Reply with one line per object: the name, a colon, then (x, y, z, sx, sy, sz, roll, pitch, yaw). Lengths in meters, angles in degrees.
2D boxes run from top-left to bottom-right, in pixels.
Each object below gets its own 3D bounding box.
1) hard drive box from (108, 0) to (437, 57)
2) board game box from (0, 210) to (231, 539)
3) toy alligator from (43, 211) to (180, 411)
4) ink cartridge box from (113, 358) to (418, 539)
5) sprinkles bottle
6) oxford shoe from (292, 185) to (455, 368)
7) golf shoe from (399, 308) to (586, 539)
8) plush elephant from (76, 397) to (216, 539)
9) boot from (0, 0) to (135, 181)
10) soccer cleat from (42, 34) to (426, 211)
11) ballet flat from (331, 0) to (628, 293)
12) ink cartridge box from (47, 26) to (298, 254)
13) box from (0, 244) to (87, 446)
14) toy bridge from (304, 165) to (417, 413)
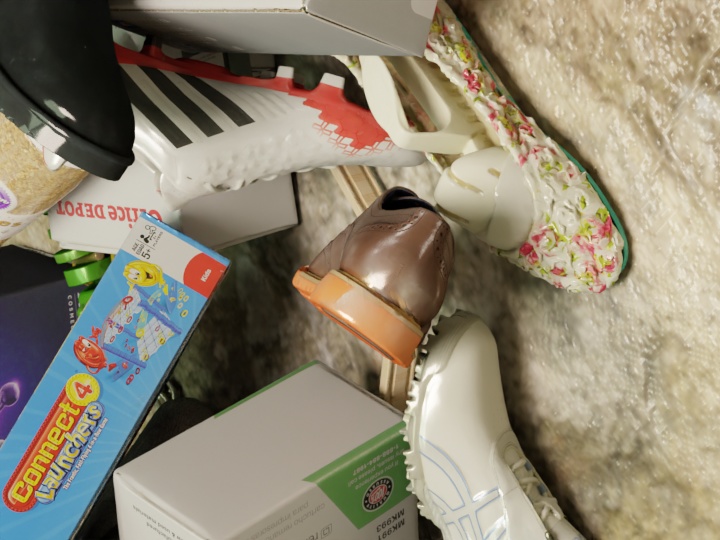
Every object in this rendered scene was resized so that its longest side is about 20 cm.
hard drive box: (-0.039, -0.189, 1.352, 0.200, 0.077, 0.156, 8, 82, 53)
board game box: (-0.154, 0.089, 1.492, 0.056, 0.196, 0.200, 30, 158, -2)
toy alligator: (-0.154, 0.003, 1.651, 0.059, 0.054, 0.201, -9, 95, 55)
ink cartridge box: (-0.045, 0.172, 1.460, 0.087, 0.145, 0.200, 30, 135, 37)
sprinkles bottle: (-0.187, -0.063, 1.514, 0.200, 0.068, 0.068, -32, 77, 54)
oxford shoe: (0.016, 0.001, 1.338, 0.071, 0.073, 0.200, 35, 179, -7)
golf shoe: (0.075, 0.118, 1.391, 0.097, 0.078, 0.201, 4, 107, 26)
plush elephant: (-0.109, 0.209, 1.602, 0.200, 0.155, 0.165, -49, 14, 15)
boot: (-0.126, -0.156, 1.332, 0.163, 0.073, 0.198, -53, 42, 14)
soccer cleat: (-0.066, -0.067, 1.407, 0.069, 0.199, 0.085, 164, 119, -85)
ballet flat: (0.050, -0.059, 1.343, 0.200, 0.064, 0.076, 52, 138, 27)
ink cartridge box: (-0.120, -0.115, 1.534, 0.146, 0.084, 0.201, 8, 109, 53)
box: (-0.262, 0.080, 1.701, 0.104, 0.200, 0.148, 16, 116, 50)
toy bridge: (0.000, 0.000, 1.464, 0.067, 0.027, 0.201, -5, 99, 54)
